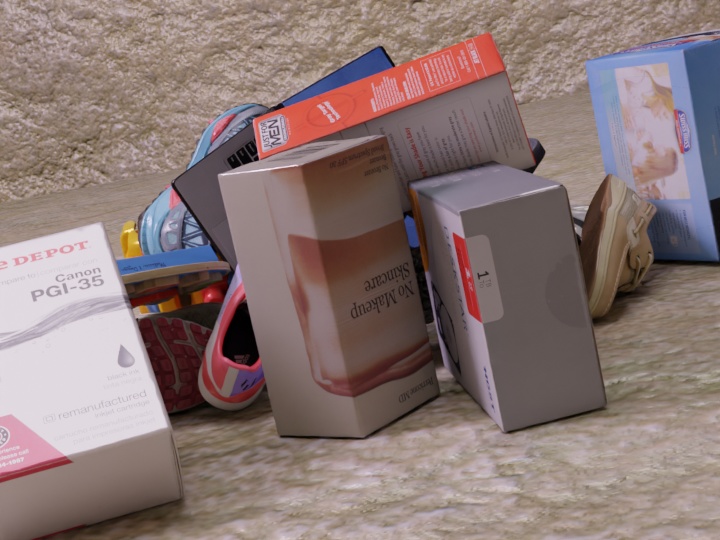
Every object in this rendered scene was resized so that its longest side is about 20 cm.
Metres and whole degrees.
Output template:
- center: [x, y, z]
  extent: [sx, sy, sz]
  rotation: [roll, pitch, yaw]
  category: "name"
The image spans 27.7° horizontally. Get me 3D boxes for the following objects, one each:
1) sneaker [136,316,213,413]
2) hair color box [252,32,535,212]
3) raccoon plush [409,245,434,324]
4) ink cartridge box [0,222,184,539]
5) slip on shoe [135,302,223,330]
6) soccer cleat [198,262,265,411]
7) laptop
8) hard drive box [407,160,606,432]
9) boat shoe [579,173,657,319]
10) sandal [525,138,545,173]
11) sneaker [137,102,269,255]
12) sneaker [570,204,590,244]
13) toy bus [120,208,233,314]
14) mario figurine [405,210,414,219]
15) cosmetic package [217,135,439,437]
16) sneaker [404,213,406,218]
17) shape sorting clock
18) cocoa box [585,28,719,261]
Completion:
- center: [-0.203, 0.082, 1.224]
  extent: [0.200, 0.081, 0.075]
  rotation: [-8, 0, 9]
  category: "sneaker"
- center: [0.027, -0.101, 1.149]
  extent: [0.200, 0.102, 0.061]
  rotation: [-19, 40, 5]
  category: "hair color box"
- center: [0.033, 0.054, 1.196]
  extent: [0.200, 0.134, 0.097]
  rotation: [18, -15, -15]
  category: "raccoon plush"
- center: [-0.217, 0.075, 0.988]
  extent: [0.146, 0.083, 0.200]
  rotation: [-15, 49, -13]
  category: "ink cartridge box"
- center: [-0.134, 0.065, 1.277]
  extent: [0.200, 0.074, 0.061]
  rotation: [-3, -1, 42]
  category: "slip on shoe"
- center: [-0.076, 0.016, 1.179]
  extent: [0.068, 0.200, 0.073]
  rotation: [22, -29, -5]
  category: "soccer cleat"
- center: [-0.027, -0.064, 1.322]
  extent: [0.200, 0.187, 0.116]
  rotation: [-39, 14, -23]
  category: "laptop"
- center: [0.101, 0.010, 1.051]
  extent: [0.077, 0.156, 0.200]
  rotation: [-13, 10, -6]
  category: "hard drive box"
- center: [0.226, -0.016, 1.272]
  extent: [0.065, 0.072, 0.200]
  rotation: [27, 32, -1]
  category: "boat shoe"
- center: [0.109, -0.040, 1.377]
  extent: [0.200, 0.043, 0.076]
  rotation: [-55, 28, -6]
  category: "sandal"
- center: [-0.122, -0.074, 1.396]
  extent: [0.095, 0.079, 0.200]
  rotation: [18, 61, 27]
  category: "sneaker"
- center: [0.146, -0.021, 1.395]
  extent: [0.200, 0.076, 0.088]
  rotation: [-10, 14, 26]
  category: "sneaker"
- center: [-0.144, 0.015, 1.441]
  extent: [0.200, 0.136, 0.192]
  rotation: [-12, 26, 10]
  category: "toy bus"
- center: [0.124, -0.042, 1.264]
  extent: [0.106, 0.124, 0.200]
  rotation: [12, -19, 44]
  category: "mario figurine"
- center: [-0.021, 0.011, 1.061]
  extent: [0.087, 0.200, 0.103]
  rotation: [-3, 16, 39]
  category: "cosmetic package"
- center: [0.000, 0.000, 1.296]
  extent: [0.200, 0.116, 0.075]
  rotation: [-41, 24, -7]
  category: "sneaker"
- center: [-0.203, 0.023, 1.191]
  extent: [0.200, 0.039, 0.200]
  rotation: [-16, -7, -2]
  category: "shape sorting clock"
- center: [0.316, -0.119, 1.375]
  extent: [0.131, 0.200, 0.133]
  rotation: [-19, 12, -32]
  category: "cocoa box"
